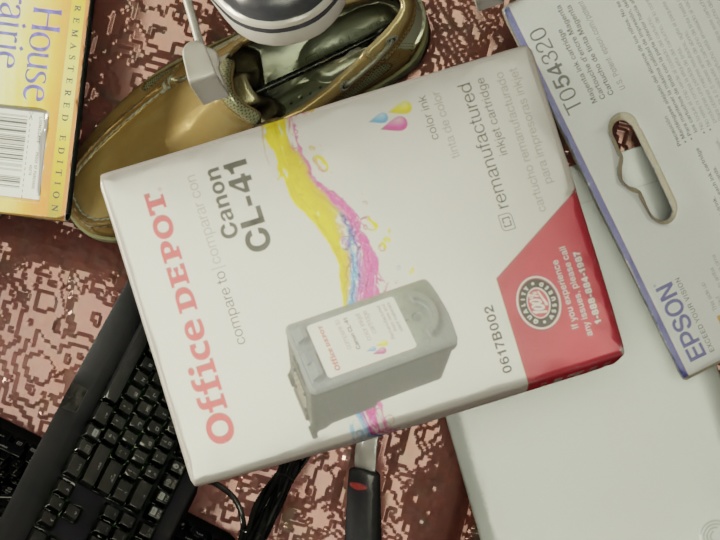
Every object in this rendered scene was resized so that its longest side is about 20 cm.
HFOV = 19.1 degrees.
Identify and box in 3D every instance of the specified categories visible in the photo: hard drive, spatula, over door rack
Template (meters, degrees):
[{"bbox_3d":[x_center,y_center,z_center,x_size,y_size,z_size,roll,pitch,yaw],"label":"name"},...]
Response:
[{"bbox_3d":[0.104,0.054,1.027,0.132,0.026,0.201,-16,88,5],"label":"hard drive"},{"bbox_3d":[0.006,0.080,1.031,0.056,0.021,0.201,10,97,36],"label":"spatula"},{"bbox_3d":[-0.027,-0.175,0.999,0.147,0.067,0.200,-18,63,4],"label":"over door rack"}]

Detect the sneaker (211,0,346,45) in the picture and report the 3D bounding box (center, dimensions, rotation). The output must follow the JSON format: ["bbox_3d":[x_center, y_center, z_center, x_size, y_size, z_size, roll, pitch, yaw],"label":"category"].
[{"bbox_3d":[-0.049,-0.199,0.935,0.078,0.079,0.201,-11,65,6],"label":"sneaker"}]

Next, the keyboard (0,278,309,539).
[{"bbox_3d":[-0.082,0.089,0.996,0.127,0.021,0.200,32,63,-13],"label":"keyboard"}]

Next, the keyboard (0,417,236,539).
[{"bbox_3d":[-0.155,0.101,1.009,0.200,0.104,0.040,25,120,4],"label":"keyboard"}]

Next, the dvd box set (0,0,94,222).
[{"bbox_3d":[-0.227,-0.106,1.000,0.199,0.029,0.147,6,90,-4],"label":"dvd box set"}]

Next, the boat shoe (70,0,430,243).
[{"bbox_3d":[-0.060,-0.081,1.014,0.200,0.076,0.072,-35,88,4],"label":"boat shoe"}]

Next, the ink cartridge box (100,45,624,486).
[{"bbox_3d":[0.000,0.000,0.955,0.199,0.086,0.148,-17,87,-4],"label":"ink cartridge box"}]

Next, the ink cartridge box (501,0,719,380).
[{"bbox_3d":[0.195,-0.079,1.006,0.200,0.043,0.197,-26,89,1],"label":"ink cartridge box"}]
